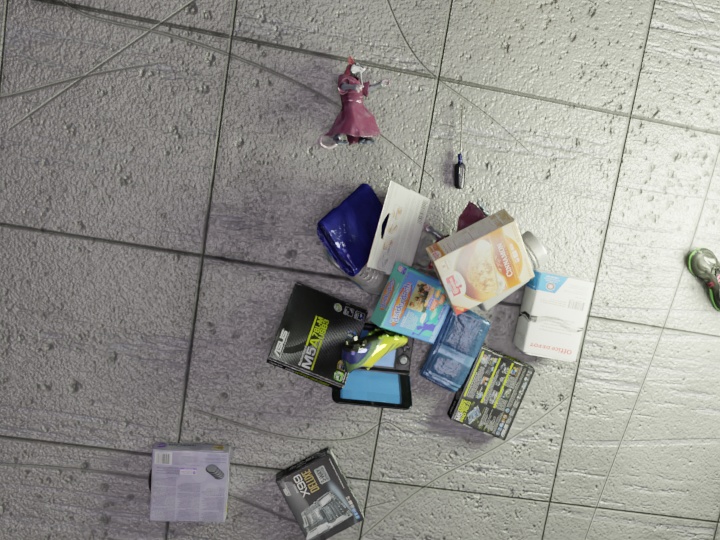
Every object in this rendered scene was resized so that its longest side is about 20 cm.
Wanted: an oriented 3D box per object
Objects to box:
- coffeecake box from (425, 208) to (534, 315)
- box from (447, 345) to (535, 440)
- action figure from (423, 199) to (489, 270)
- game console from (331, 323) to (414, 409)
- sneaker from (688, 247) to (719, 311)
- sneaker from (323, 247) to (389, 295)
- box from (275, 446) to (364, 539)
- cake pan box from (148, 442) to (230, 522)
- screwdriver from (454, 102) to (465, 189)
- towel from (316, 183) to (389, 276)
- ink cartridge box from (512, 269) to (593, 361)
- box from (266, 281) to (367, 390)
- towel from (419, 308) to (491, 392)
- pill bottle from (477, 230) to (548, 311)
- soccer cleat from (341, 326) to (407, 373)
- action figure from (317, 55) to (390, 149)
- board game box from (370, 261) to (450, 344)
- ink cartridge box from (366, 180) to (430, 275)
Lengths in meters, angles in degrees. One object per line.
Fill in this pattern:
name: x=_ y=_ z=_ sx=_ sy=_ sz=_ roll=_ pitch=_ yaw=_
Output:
coffeecake box: x=0.267 y=-0.018 z=1.519 sx=0.197 sy=0.073 sz=0.155 roll=-26 pitch=118 yaw=2
box: x=0.331 y=0.308 z=1.723 sx=0.158 sy=0.044 sz=0.203 roll=21 pitch=95 yaw=-8
action figure: x=0.238 y=-0.065 z=1.618 sx=0.148 sy=0.135 sz=0.200 roll=36 pitch=111 yaw=-28
game console: x=0.034 y=0.227 z=1.643 sx=0.196 sy=0.118 sz=0.174 roll=6 pitch=98 yaw=-7
sneaker: x=0.906 y=0.023 z=1.719 sx=0.076 sy=0.084 sz=0.201 roll=-40 pitch=100 yaw=1
sneaker: x=0.000 y=0.000 z=1.624 sx=0.198 sy=0.081 sz=0.077 roll=32 pitch=93 yaw=-11
box: x=-0.102 y=0.569 z=1.714 sx=0.156 sy=0.050 sz=0.203 roll=-26 pitch=100 yaw=-1
cake pan box: x=-0.423 y=0.522 z=1.675 sx=0.196 sy=0.052 sz=0.188 roll=3 pitch=96 yaw=-6
screwdriver: x=0.237 y=-0.298 z=1.633 sx=0.029 sy=0.028 sz=0.204 roll=0 pitch=98 yaw=23
towel: x=-0.011 y=-0.095 z=1.576 sx=0.200 sy=0.049 sz=0.149 roll=-45 pitch=109 yaw=-40
ink cartridge box: x=0.475 y=0.109 z=1.687 sx=0.142 sy=0.084 sz=0.204 roll=11 pitch=97 yaw=-8
box: x=-0.100 y=0.155 z=1.608 sx=0.190 sy=0.048 sz=0.203 roll=23 pitch=67 yaw=-8
towel: x=0.236 y=0.193 z=1.684 sx=0.110 sy=0.049 sz=0.203 roll=26 pitch=95 yaw=4
pill bottle: x=0.347 y=-0.003 z=1.642 sx=0.198 sy=0.114 sz=0.115 roll=-34 pitch=100 yaw=-1
soccer cleat: x=0.032 y=0.188 z=1.604 sx=0.198 sy=0.064 sz=0.085 roll=-11 pitch=112 yaw=-42
action figure: x=-0.018 y=-0.390 z=1.573 sx=0.147 sy=0.133 sz=0.204 roll=-9 pitch=86 yaw=38
board game box: x=0.132 y=0.080 z=1.619 sx=0.198 sy=0.045 sz=0.154 roll=21 pitch=96 yaw=-42
ink cartridge box: x=0.076 y=-0.093 z=1.574 sx=0.175 sy=0.044 sz=0.204 roll=17 pitch=89 yaw=-51
